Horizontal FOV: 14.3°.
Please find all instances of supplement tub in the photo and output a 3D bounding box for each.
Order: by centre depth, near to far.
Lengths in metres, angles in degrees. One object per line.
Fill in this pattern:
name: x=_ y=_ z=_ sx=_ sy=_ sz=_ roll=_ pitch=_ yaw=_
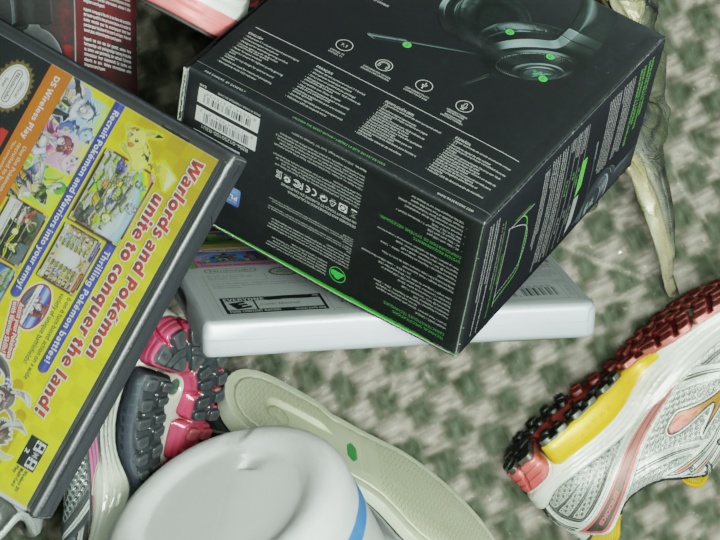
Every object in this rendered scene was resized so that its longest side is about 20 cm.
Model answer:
supplement tub: x=-0.032 y=0.189 z=1.442 sx=0.132 sy=0.132 sz=0.200 roll=-36 pitch=124 yaw=-13

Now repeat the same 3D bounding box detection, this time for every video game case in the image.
video game case: x=-0.179 y=-0.010 z=1.395 sx=0.180 sy=0.025 sz=0.200 roll=30 pitch=92 yaw=15
video game case: x=0.000 y=0.000 z=1.484 sx=0.199 sy=0.182 sz=0.022 roll=-3 pitch=110 yaw=-13

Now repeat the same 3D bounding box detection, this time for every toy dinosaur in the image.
toy dinosaur: x=0.138 y=-0.072 z=1.556 sx=0.088 sy=0.047 sz=0.201 roll=-19 pitch=107 yaw=-37

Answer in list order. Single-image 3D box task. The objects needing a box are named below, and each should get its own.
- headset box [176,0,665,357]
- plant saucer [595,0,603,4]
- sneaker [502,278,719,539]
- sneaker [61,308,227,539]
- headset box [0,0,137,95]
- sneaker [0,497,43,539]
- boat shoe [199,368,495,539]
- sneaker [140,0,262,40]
headset box: x=0.032 y=-0.081 z=1.437 sx=0.174 sy=0.093 sz=0.200 roll=28 pitch=46 yaw=17
plant saucer: x=0.043 y=-0.145 z=1.576 sx=0.200 sy=0.035 sz=0.201 roll=1 pitch=85 yaw=-13
sneaker: x=0.175 y=0.071 z=1.576 sx=0.200 sy=0.078 sz=0.082 roll=-39 pitch=99 yaw=-4
sneaker: x=-0.123 y=0.107 z=1.484 sx=0.081 sy=0.075 sz=0.201 roll=-9 pitch=119 yaw=-49
headset box: x=-0.194 y=-0.111 z=1.464 sx=0.148 sy=0.077 sz=0.201 roll=-2 pitch=87 yaw=20
sneaker: x=-0.251 y=0.105 z=1.468 sx=0.199 sy=0.075 sz=0.116 roll=6 pitch=86 yaw=-14
boat shoe: x=-0.006 y=0.128 z=1.537 sx=0.200 sy=0.072 sz=0.068 roll=32 pitch=117 yaw=-16
sneaker: x=-0.063 y=-0.180 z=1.471 sx=0.074 sy=0.200 sz=0.087 roll=28 pitch=107 yaw=-9
